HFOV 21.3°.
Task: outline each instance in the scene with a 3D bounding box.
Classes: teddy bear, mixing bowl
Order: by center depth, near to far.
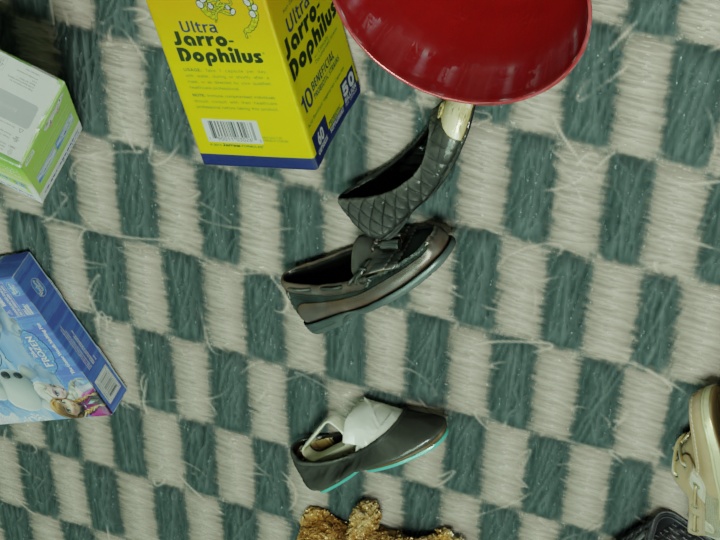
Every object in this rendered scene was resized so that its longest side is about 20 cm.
[{"bbox_3d":[0.085,-0.232,1.406,0.200,0.108,0.200,13,136,13],"label":"mixing bowl"},{"bbox_3d":[0.023,0.308,2.015,0.200,0.067,0.145,19,136,7],"label":"teddy bear"}]

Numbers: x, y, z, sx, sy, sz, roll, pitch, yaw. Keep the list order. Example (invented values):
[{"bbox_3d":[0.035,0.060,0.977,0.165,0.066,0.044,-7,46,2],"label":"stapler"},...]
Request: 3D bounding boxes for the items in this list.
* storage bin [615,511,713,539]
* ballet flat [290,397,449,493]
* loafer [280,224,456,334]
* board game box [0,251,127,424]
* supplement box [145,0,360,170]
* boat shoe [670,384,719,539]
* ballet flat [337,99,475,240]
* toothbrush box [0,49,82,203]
[{"bbox_3d":[0.323,0.346,1.850,0.200,0.135,0.094,35,138,-10],"label":"storage bin"},{"bbox_3d":[-0.002,0.169,1.889,0.200,0.068,0.068,-28,107,42],"label":"ballet flat"},{"bbox_3d":[0.000,0.000,1.716,0.063,0.072,0.200,47,137,-14],"label":"loafer"},{"bbox_3d":[-0.375,0.076,1.995,0.199,0.043,0.200,-7,129,33],"label":"board game box"},{"bbox_3d":[-0.086,-0.191,1.531,0.109,0.109,0.200,4,134,24],"label":"supplement box"},{"bbox_3d":[0.312,0.180,1.741,0.065,0.072,0.200,3,139,22],"label":"boat shoe"},{"bbox_3d":[0.040,-0.089,1.603,0.057,0.067,0.200,29,139,-10],"label":"ballet flat"},{"bbox_3d":[-0.329,-0.139,1.655,0.145,0.086,0.200,27,174,-1],"label":"toothbrush box"}]
